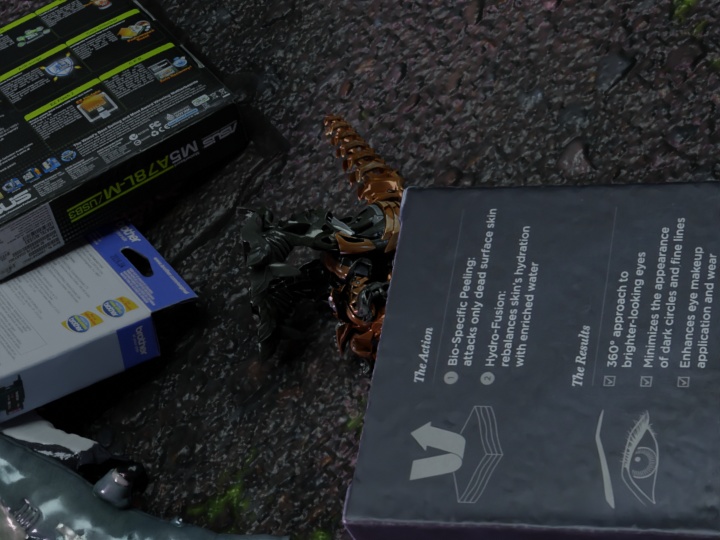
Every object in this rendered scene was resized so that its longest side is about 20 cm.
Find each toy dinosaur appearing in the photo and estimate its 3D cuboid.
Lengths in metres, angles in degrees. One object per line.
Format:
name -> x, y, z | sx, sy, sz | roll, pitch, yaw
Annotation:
toy dinosaur -> 0.000, 0.000, 1.219 | 0.135, 0.102, 0.200 | -10, 37, -4

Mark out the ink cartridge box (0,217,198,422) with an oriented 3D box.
ink cartridge box -> -0.211, 0.039, 1.294 | 0.200, 0.042, 0.119 | -25, 37, -19

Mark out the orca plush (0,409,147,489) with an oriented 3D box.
orca plush -> -0.220, 0.119, 1.295 | 0.199, 0.071, 0.105 | 10, 21, 25

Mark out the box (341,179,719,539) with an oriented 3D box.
box -> 0.113, 0.066, 1.055 | 0.199, 0.118, 0.197 | 0, 59, 20

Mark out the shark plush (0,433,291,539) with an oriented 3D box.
shark plush -> -0.143, 0.146, 1.181 | 0.199, 0.091, 0.084 | 12, 106, 24

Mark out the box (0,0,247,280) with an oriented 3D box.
box -> -0.207, -0.101, 1.388 | 0.200, 0.048, 0.193 | -31, 44, -17
